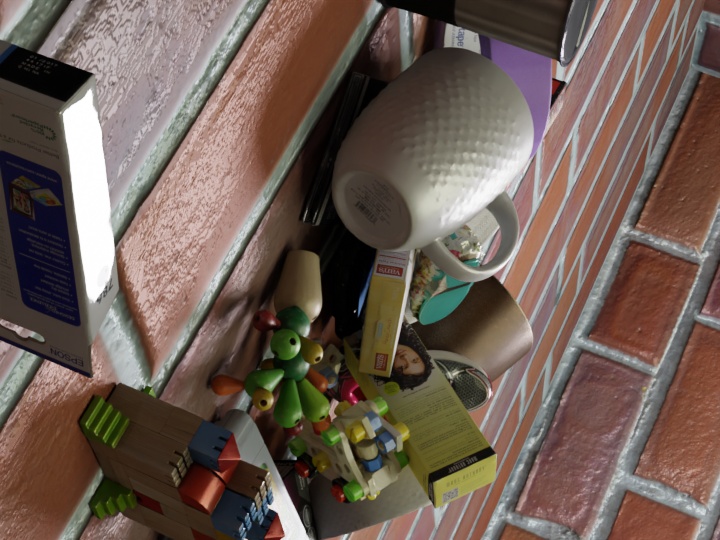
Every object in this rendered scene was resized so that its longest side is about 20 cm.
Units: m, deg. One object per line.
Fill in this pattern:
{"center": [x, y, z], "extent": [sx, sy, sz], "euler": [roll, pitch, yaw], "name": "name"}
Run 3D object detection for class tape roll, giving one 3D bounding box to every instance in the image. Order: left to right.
{"center": [0.132, -0.210, 1.545], "extent": [0.200, 0.065, 0.203], "euler": [174, -90, -77], "name": "tape roll"}

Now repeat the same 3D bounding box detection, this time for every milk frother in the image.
{"center": [0.104, -0.263, 1.346], "extent": [0.181, 0.186, 0.201], "euler": [91, 25, -49], "name": "milk frother"}

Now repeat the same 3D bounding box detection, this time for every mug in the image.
{"center": [0.073, -0.082, 1.411], "extent": [0.147, 0.201, 0.175], "euler": [-28, -168, 50], "name": "mug"}

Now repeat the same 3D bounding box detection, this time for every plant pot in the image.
{"center": [0.068, 0.099, 1.766], "extent": [0.200, 0.186, 0.188], "euler": [-45, 157, -20], "name": "plant pot"}

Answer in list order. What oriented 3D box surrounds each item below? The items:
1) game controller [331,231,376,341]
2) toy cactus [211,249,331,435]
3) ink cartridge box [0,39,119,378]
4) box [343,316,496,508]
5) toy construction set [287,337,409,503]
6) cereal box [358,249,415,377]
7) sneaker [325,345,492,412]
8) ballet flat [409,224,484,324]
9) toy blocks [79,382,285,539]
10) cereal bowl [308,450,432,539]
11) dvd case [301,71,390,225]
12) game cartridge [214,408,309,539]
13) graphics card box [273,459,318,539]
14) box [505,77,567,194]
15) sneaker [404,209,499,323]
{"center": [0.000, 0.000, 1.569], "extent": [0.105, 0.042, 0.200], "euler": [-62, 171, -20], "name": "game controller"}
{"center": [-0.070, 0.065, 1.399], "extent": [0.200, 0.101, 0.167], "euler": [62, 31, -67], "name": "toy cactus"}
{"center": [-0.183, -0.034, 0.812], "extent": [0.201, 0.099, 0.039], "euler": [96, 20, -46], "name": "ink cartridge box"}
{"center": [0.057, 0.138, 1.519], "extent": [0.075, 0.201, 0.050], "euler": [-22, 143, -17], "name": "box"}
{"center": [-0.024, 0.157, 1.510], "extent": [0.091, 0.200, 0.132], "euler": [-22, 122, -15], "name": "toy construction set"}
{"center": [0.035, -0.014, 1.525], "extent": [0.145, 0.039, 0.201], "euler": [98, 3, -48], "name": "cereal box"}
{"center": [0.054, 0.133, 1.645], "extent": [0.075, 0.198, 0.082], "euler": [-141, -122, -64], "name": "sneaker"}
{"center": [0.086, -0.006, 1.559], "extent": [0.075, 0.064, 0.200], "euler": [-18, 163, -15], "name": "ballet flat"}
{"center": [-0.130, 0.167, 1.185], "extent": [0.100, 0.136, 0.201], "euler": [-61, 162, -27], "name": "toy blocks"}
{"center": [0.025, 0.222, 1.648], "extent": [0.084, 0.198, 0.200], "euler": [69, 17, 3], "name": "cereal bowl"}
{"center": [0.001, -0.118, 1.505], "extent": [0.200, 0.016, 0.150], "euler": [-10, 120, -74], "name": "dvd case"}
{"center": [-0.109, 0.247, 1.403], "extent": [0.134, 0.040, 0.201], "euler": [-55, 134, -42], "name": "game cartridge"}
{"center": [-0.104, 0.284, 1.512], "extent": [0.200, 0.050, 0.127], "euler": [-37, 120, -65], "name": "graphics card box"}
{"center": [0.131, -0.162, 1.670], "extent": [0.040, 0.136, 0.200], "euler": [95, 22, -44], "name": "box"}
{"center": [0.065, -0.027, 1.691], "extent": [0.200, 0.115, 0.074], "euler": [-46, 128, -14], "name": "sneaker"}
